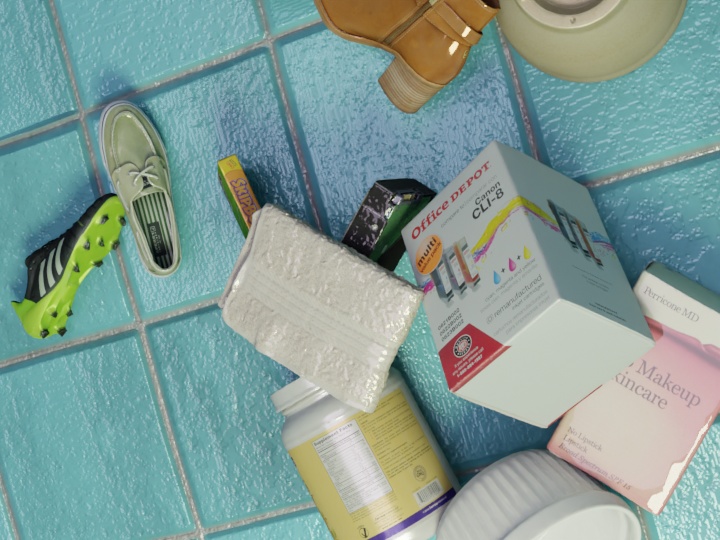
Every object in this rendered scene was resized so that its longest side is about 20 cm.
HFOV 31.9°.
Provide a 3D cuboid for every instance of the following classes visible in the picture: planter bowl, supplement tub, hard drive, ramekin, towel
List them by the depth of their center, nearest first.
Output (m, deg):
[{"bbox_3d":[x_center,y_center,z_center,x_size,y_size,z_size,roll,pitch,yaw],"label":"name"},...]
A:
[{"bbox_3d":[0.208,-0.283,1.195,0.197,0.135,0.203,2,97,19],"label":"planter bowl"},{"bbox_3d":[-0.043,0.032,1.213,0.199,0.034,0.134,29,103,24],"label":"towel"},{"bbox_3d":[0.165,0.270,1.232,0.201,0.199,0.105,-56,45,15],"label":"ramekin"},{"bbox_3d":[0.000,0.000,1.289,0.038,0.140,0.201,33,105,13],"label":"hard drive"},{"bbox_3d":[0.006,0.189,1.302,0.144,0.145,0.202,-30,85,18],"label":"supplement tub"}]

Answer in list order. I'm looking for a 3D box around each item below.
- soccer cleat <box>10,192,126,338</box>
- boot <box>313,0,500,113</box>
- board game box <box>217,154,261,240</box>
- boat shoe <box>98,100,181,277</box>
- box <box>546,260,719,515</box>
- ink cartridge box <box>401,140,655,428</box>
[{"bbox_3d":[-0.339,-0.014,1.443,0.081,0.067,0.201,41,107,24],"label":"soccer cleat"},{"bbox_3d":[0.041,-0.275,1.247,0.155,0.076,0.201,-47,67,41],"label":"boot"},{"bbox_3d":[-0.102,-0.021,1.345,0.030,0.096,0.202,-22,87,-8],"label":"board game box"},{"bbox_3d":[-0.235,-0.091,1.389,0.071,0.062,0.202,-20,96,-17],"label":"boat shoe"},{"bbox_3d":[0.286,0.110,1.219,0.127,0.109,0.202,29,104,14],"label":"box"},{"bbox_3d":[0.151,0.012,1.181,0.145,0.144,0.202,-43,43,29],"label":"ink cartridge box"}]
